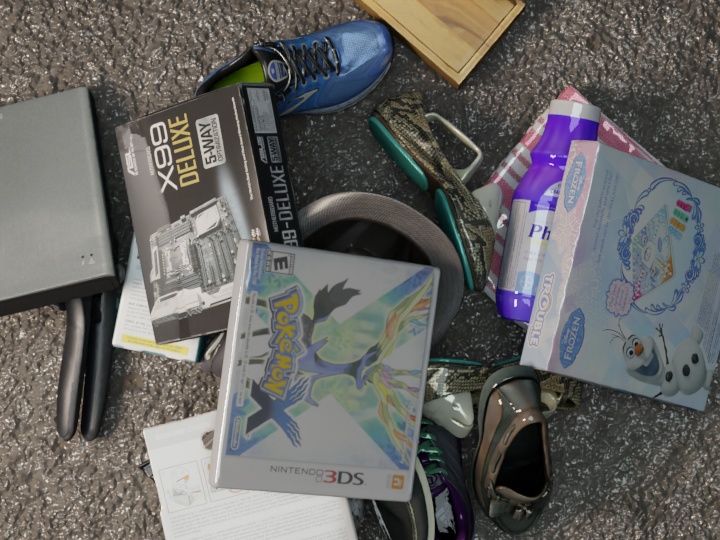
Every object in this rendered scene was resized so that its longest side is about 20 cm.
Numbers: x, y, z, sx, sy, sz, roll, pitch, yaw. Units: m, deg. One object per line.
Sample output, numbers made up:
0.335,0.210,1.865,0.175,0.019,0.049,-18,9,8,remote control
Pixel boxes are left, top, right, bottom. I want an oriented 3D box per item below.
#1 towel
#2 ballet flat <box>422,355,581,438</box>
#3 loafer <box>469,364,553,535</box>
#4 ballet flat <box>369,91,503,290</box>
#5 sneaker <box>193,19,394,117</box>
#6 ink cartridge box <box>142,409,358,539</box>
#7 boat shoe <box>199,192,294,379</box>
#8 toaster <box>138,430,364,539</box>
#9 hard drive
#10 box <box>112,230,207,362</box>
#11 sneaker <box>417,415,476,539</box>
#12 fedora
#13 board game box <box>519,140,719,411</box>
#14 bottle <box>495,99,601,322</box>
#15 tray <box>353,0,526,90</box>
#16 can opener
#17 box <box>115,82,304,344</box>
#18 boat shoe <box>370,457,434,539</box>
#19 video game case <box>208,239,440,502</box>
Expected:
0.183,-0.051,1.470,0.146,0.030,0.200,41,89,3,towel
0.113,0.112,1.418,0.198,0.068,0.076,-3,68,-22,ballet flat
0.136,0.173,1.387,0.071,0.201,0.063,-15,42,-9,loafer
0.083,-0.081,1.437,0.075,0.068,0.201,-28,72,-9,ballet flat
-0.061,-0.176,1.452,0.198,0.089,0.079,-22,88,0,sneaker
-0.087,0.213,1.349,0.159,0.050,0.202,-14,86,-8,ink cartridge box
-0.107,0.006,1.455,0.062,0.073,0.202,9,90,23,boat shoe
-0.087,0.199,1.427,0.129,0.114,0.200,-44,89,-4,toaster
-0.299,-0.063,1.444,0.138,0.033,0.202,-14,63,2,hard drive
-0.168,-0.021,1.468,0.081,0.049,0.202,11,88,2,box
0.063,0.164,1.435,0.074,0.088,0.202,-19,88,1,sneaker
0.000,0.000,1.422,0.176,0.091,0.201,27,118,-10,fedora
0.248,0.008,1.409,0.198,0.043,0.202,16,87,-34,board game box
0.176,-0.050,1.424,0.083,0.065,0.202,11,90,-13,bottle
0.048,-0.273,1.480,0.200,0.037,0.099,41,89,2,tray
-0.253,0.058,1.470,0.063,0.078,0.202,-2,91,-37,can opener
-0.128,-0.047,1.379,0.157,0.050,0.202,-12,87,37,box
0.007,0.161,1.384,0.067,0.072,0.202,-24,98,-37,boat shoe
-0.028,0.085,1.315,0.181,0.022,0.202,8,89,-25,video game case
